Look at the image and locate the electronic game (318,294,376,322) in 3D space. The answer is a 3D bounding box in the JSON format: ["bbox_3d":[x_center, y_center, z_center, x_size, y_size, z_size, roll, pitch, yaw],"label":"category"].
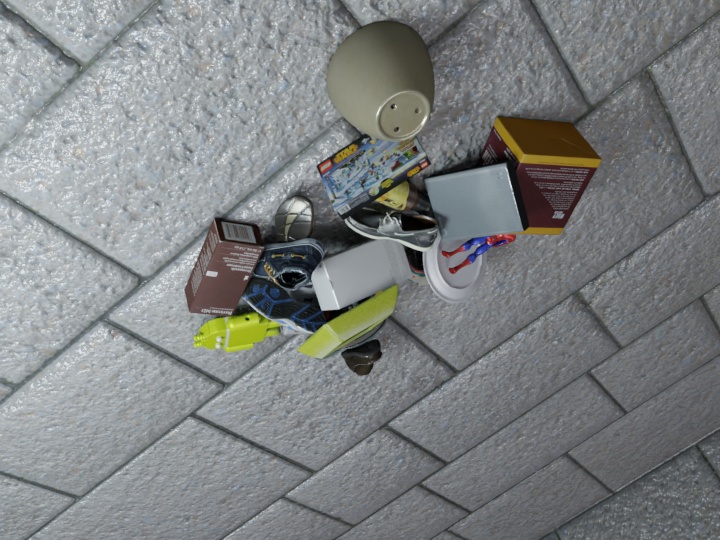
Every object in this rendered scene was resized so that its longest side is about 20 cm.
[{"bbox_3d":[-0.019,0.064,1.747,0.199,0.042,0.202,-33,146,-25],"label":"electronic game"}]

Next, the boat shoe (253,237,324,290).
[{"bbox_3d":[-0.165,-0.004,1.563,0.198,0.092,0.071,-15,127,37],"label":"boat shoe"}]

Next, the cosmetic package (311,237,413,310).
[{"bbox_3d":[0.000,0.000,1.629,0.198,0.109,0.084,-20,-175,-29],"label":"cosmetic package"}]

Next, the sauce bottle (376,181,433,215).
[{"bbox_3d":[0.073,-0.159,1.589,0.198,0.065,0.065,19,123,-39],"label":"sauce bottle"}]

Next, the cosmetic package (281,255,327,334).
[{"bbox_3d":[-0.117,0.057,1.731,0.081,0.051,0.202,0,132,-23],"label":"cosmetic package"}]

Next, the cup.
[{"bbox_3d":[0.052,-0.310,1.370,0.197,0.144,0.202,-12,137,-12],"label":"cup"}]

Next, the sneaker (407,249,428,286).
[{"bbox_3d":[0.173,-0.003,1.805,0.197,0.071,0.093,3,155,-34],"label":"sneaker"}]

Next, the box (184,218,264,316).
[{"bbox_3d":[-0.280,-0.002,1.582,0.099,0.076,0.201,7,131,-30],"label":"box"}]

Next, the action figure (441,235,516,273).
[{"bbox_3d":[0.264,-0.068,1.713,0.198,0.099,0.066,-28,107,-11],"label":"action figure"}]

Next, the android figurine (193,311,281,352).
[{"bbox_3d":[-0.270,0.136,1.715,0.197,0.042,0.182,-10,159,-19],"label":"android figurine"}]

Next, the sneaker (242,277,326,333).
[{"bbox_3d":[-0.171,0.084,1.657,0.198,0.077,0.077,32,156,-15],"label":"sneaker"}]

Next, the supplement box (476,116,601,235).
[{"bbox_3d":[0.354,-0.194,1.632,0.194,0.134,0.202,-1,133,-24],"label":"supplement box"}]

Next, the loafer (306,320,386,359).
[{"bbox_3d":[-0.035,0.146,1.847,0.198,0.072,0.063,-28,132,7],"label":"loafer"}]

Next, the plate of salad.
[{"bbox_3d":[0.206,-0.029,1.731,0.198,0.048,0.204,0,89,-37],"label":"plate of salad"}]

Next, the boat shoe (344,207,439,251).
[{"bbox_3d":[0.065,-0.101,1.608,0.197,0.073,0.068,15,143,-4],"label":"boat shoe"}]

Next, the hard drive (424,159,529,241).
[{"bbox_3d":[0.233,-0.138,1.577,0.033,0.198,0.142,-32,109,-45],"label":"hard drive"}]

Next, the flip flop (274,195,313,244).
[{"bbox_3d":[-0.128,-0.078,1.583,0.080,0.058,0.202,20,138,13],"label":"flip flop"}]

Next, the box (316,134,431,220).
[{"bbox_3d":[0.022,-0.199,1.473,0.198,0.138,0.040,-31,138,9],"label":"box"}]

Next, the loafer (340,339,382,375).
[{"bbox_3d":[0.013,0.212,1.857,0.072,0.072,0.200,-25,180,-15],"label":"loafer"}]

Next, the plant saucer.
[{"bbox_3d":[-0.019,0.118,1.646,0.198,0.048,0.200,-28,173,-29],"label":"plant saucer"}]
